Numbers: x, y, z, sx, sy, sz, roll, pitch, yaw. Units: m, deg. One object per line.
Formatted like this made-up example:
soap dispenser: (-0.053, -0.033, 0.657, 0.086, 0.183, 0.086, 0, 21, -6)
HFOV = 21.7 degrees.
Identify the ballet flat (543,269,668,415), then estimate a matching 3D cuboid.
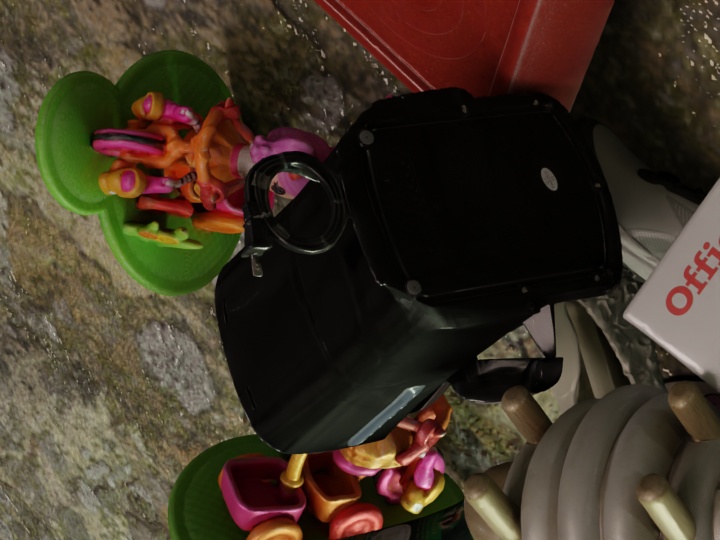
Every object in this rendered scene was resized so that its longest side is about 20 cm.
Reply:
ballet flat: (0.129, 0.085, 0.966, 0.072, 0.071, 0.202, -33, 69, 54)

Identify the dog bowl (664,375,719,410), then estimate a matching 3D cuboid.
dog bowl: (0.198, 0.163, 1.040, 0.199, 0.074, 0.202, 28, 135, 32)

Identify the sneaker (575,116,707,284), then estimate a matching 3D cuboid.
sneaker: (0.180, -0.013, 0.942, 0.200, 0.074, 0.080, 46, 112, 22)

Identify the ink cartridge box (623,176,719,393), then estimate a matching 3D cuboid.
ink cartridge box: (0.238, 0.023, 0.828, 0.200, 0.084, 0.145, 40, 104, 22)

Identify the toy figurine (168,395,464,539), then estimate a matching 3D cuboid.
toy figurine: (-0.004, 0.091, 1.119, 0.151, 0.198, 0.185, -118, 33, -41)

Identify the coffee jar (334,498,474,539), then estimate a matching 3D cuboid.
coffee jar: (0.038, 0.183, 1.032, 0.198, 0.085, 0.105, -21, 107, 13)

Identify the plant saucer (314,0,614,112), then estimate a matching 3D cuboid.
plant saucer: (0.029, -0.157, 0.915, 0.200, 0.037, 0.200, 45, 155, 15)

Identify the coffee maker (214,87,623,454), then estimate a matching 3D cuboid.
coffee maker: (0.000, 0.000, 0.930, 0.190, 0.136, 0.200, 15, 151, -20)

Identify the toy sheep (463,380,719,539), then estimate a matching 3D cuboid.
toy sheep: (0.132, 0.114, 0.858, 0.199, 0.138, 0.139, 0, 117, 41)

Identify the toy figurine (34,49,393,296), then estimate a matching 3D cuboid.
toy figurine: (-0.056, -0.064, 1.088, 0.183, 0.199, 0.152, 1, 79, 34)
